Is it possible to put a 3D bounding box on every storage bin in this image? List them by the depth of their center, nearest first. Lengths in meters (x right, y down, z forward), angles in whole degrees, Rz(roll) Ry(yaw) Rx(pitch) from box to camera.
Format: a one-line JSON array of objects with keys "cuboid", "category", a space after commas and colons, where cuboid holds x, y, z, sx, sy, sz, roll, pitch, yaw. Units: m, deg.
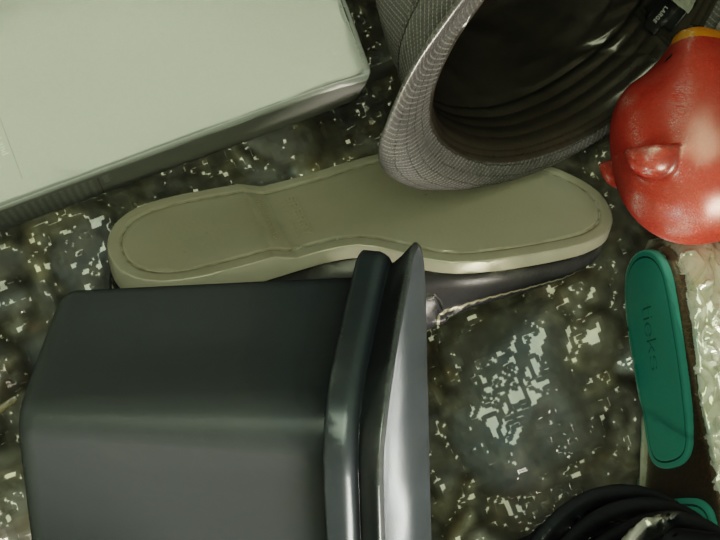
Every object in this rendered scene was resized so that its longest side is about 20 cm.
[{"cuboid": [-0.046, 0.088, 1.102, 0.134, 0.146, 0.200, 3, 124, 7], "category": "storage bin"}]

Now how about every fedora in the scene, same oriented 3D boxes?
[{"cuboid": [0.059, -0.118, 1.126, 0.090, 0.200, 0.177, 48, 119, 24], "category": "fedora"}]

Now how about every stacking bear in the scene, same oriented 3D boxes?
[{"cuboid": [0.194, -0.056, 1.146, 0.199, 0.121, 0.114, -5, 94, -5], "category": "stacking bear"}]

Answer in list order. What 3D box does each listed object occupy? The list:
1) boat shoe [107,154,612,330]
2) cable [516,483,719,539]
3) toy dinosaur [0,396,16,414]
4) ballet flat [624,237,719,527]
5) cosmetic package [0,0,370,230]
[{"cuboid": [0.000, 0.000, 1.178, 0.199, 0.073, 0.063, -7, 130, -8], "category": "boat shoe"}, {"cuboid": [0.083, 0.181, 1.119, 0.051, 0.163, 0.201, 17, 93, -42], "category": "cable"}, {"cuboid": [-0.224, 0.066, 1.128, 0.199, 0.101, 0.058, 3, 92, 3], "category": "toy dinosaur"}, {"cuboid": [0.143, 0.083, 1.168, 0.072, 0.072, 0.201, 0, 87, -3], "category": "ballet flat"}, {"cuboid": [-0.105, -0.085, 1.154, 0.199, 0.090, 0.107, -18, 87, -6], "category": "cosmetic package"}]
